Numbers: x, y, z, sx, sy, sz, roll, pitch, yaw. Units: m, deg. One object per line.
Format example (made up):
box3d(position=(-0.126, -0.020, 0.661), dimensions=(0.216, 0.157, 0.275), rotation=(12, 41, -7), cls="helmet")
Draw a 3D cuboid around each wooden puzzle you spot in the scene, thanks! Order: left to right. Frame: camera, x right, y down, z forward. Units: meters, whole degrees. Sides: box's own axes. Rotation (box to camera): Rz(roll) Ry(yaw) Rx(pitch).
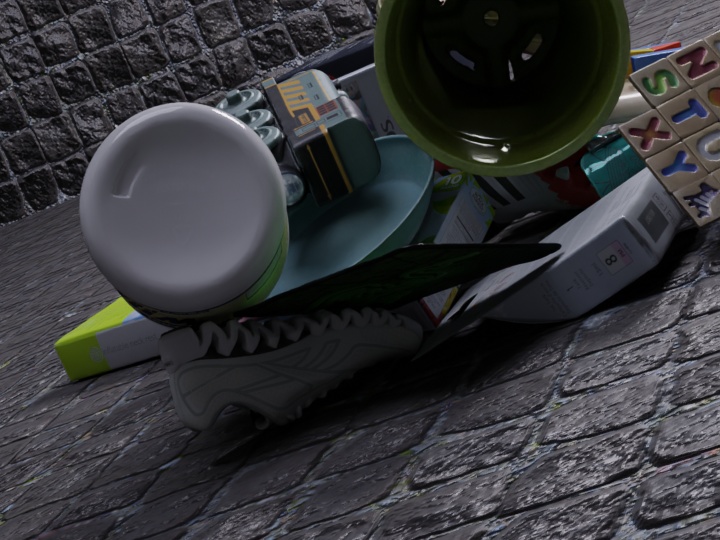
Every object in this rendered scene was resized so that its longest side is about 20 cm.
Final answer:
box3d(position=(0.225, -0.170, 1.723), dimensions=(0.184, 0.047, 0.200), rotation=(-9, 14, 3), cls="wooden puzzle")

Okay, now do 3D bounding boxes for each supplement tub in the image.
box3d(position=(-0.124, -0.033, 1.419), dimensions=(0.144, 0.146, 0.200), rotation=(-24, -7, -4), cls="supplement tub")

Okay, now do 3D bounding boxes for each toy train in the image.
box3d(position=(-0.053, -0.109, 1.612), dimensions=(0.113, 0.086, 0.200), rotation=(-23, 24, -1), cls="toy train")

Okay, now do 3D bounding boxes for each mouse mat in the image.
box3d(position=(0.025, 0.008, 1.379), dimensions=(0.160, 0.008, 0.199), rotation=(-2, -12, -43), cls="mouse mat")

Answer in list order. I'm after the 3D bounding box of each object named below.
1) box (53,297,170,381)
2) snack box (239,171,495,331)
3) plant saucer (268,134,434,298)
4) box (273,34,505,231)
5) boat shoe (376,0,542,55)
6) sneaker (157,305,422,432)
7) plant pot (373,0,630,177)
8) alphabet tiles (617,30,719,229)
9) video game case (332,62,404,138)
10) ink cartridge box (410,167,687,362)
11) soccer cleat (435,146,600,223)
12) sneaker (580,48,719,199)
box3d(position=(-0.193, 0.046, 1.926), dimensions=(0.199, 0.048, 0.122), rotation=(-17, 13, 34), cls="box")
box3d(position=(0.000, 0.000, 1.591), dimensions=(0.199, 0.053, 0.143), rotation=(-14, 33, 38), cls="snack box")
box3d(position=(-0.017, -0.031, 1.561), dimensions=(0.199, 0.036, 0.201), rotation=(-28, 28, 16), cls="plant saucer")
box3d(position=(0.042, -0.125, 1.832), dimensions=(0.181, 0.201, 0.104), rotation=(-17, 11, 34), cls="box")
box3d(position=(0.114, -0.234, 1.713), dimensions=(0.198, 0.065, 0.072), rotation=(8, 36, -2), cls="boat shoe")
box3d(position=(-0.048, 0.071, 1.419), dimensions=(0.198, 0.082, 0.075), rotation=(-7, -8, -19), cls="sneaker")
box3d(position=(0.112, -0.194, 1.590), dimensions=(0.199, 0.201, 0.190), rotation=(-22, 13, 7), cls="plant pot")
box3d(position=(0.291, -0.108, 1.379), dimensions=(0.199, 0.167, 0.006), rotation=(-26, -29, -16), cls="alphabet tiles")
box3d(position=(-0.037, -0.068, 1.772), dimensions=(0.199, 0.183, 0.024), rotation=(-22, 8, 8), cls="video game case")
box3d(position=(0.146, 0.005, 1.434), dimensions=(0.200, 0.057, 0.163), rotation=(-40, 2, 27), cls="ink cartridge box")
box3d(position=(0.146, -0.076, 1.700), dimensions=(0.199, 0.086, 0.069), rotation=(10, 44, 21), cls="soccer cleat")
box3d(position=(0.232, -0.097, 1.499), dimensions=(0.120, 0.084, 0.200), rotation=(-28, -17, -10), cls="sneaker")
